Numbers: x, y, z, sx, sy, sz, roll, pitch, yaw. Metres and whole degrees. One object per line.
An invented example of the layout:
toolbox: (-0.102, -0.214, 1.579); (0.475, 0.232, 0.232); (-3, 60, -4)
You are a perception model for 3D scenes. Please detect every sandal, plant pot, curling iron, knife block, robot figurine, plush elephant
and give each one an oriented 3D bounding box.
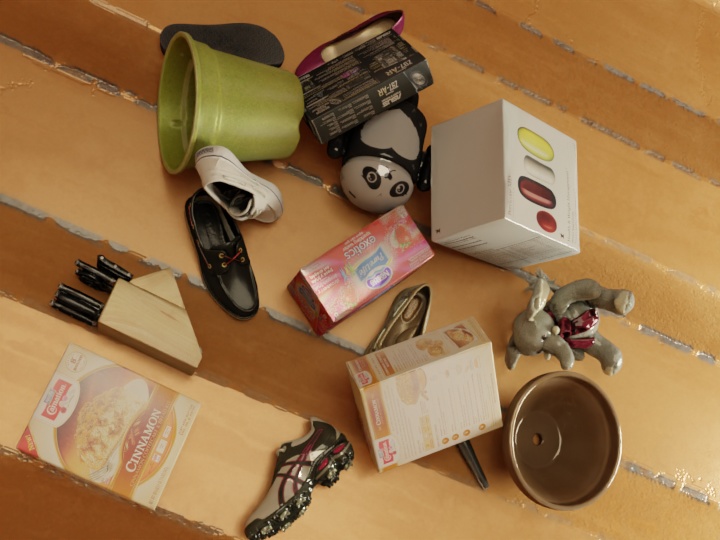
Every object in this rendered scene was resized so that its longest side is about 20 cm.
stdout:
sandal: (-0.217, -0.354, 1.523); (0.196, 0.043, 0.078); (7, 65, -4)
plant pot: (-0.188, -0.240, 1.427); (0.181, 0.200, 0.205); (1, 74, -27)
curling iron: (0.154, 0.237, 1.467); (0.049, 0.026, 0.203); (-18, 81, -17)
knife block: (-0.333, 0.073, 1.349); (0.173, 0.064, 0.203); (-19, 81, -20)
plant pot: (0.291, 0.257, 1.460); (0.197, 0.092, 0.206); (3, 81, -20)
robot figurine: (0.038, -0.191, 1.500); (0.147, 0.125, 0.204); (4, 68, 26)
plush elephant: (0.305, 0.090, 1.487); (0.198, 0.167, 0.154); (33, 50, 26)

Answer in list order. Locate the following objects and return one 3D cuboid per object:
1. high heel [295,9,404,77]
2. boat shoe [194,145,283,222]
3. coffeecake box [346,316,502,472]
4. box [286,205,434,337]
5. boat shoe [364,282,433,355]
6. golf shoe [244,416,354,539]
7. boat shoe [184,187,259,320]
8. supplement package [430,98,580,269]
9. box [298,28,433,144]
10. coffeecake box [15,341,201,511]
high heel: (-0.018, -0.365, 1.550); (0.199, 0.096, 0.068); (-35, 86, -22)
boat shoe: (-0.170, -0.107, 1.389); (0.071, 0.200, 0.067); (-17, 62, 15)
coffeecake box: (0.094, 0.178, 1.376); (0.196, 0.073, 0.156); (-18, 121, -9)
box: (0.000, 0.000, 1.448); (0.198, 0.103, 0.095); (-33, 85, -23)
boat shoe: (0.055, 0.110, 1.454); (0.072, 0.063, 0.203); (24, 70, -9)
golf shoe: (-0.099, 0.298, 1.360); (0.088, 0.078, 0.199); (41, 64, 20)
boat shoe: (-0.204, -0.024, 1.417); (0.073, 0.063, 0.204); (-21, 83, -23)
supplement package: (0.226, -0.127, 1.489); (0.198, 0.146, 0.195); (17, 67, -42)
box: (-0.004, -0.288, 1.478); (0.197, 0.161, 0.044); (-29, 126, -4)
coffeecake box: (-0.339, 0.213, 1.302); (0.197, 0.073, 0.156); (26, 70, -8)
